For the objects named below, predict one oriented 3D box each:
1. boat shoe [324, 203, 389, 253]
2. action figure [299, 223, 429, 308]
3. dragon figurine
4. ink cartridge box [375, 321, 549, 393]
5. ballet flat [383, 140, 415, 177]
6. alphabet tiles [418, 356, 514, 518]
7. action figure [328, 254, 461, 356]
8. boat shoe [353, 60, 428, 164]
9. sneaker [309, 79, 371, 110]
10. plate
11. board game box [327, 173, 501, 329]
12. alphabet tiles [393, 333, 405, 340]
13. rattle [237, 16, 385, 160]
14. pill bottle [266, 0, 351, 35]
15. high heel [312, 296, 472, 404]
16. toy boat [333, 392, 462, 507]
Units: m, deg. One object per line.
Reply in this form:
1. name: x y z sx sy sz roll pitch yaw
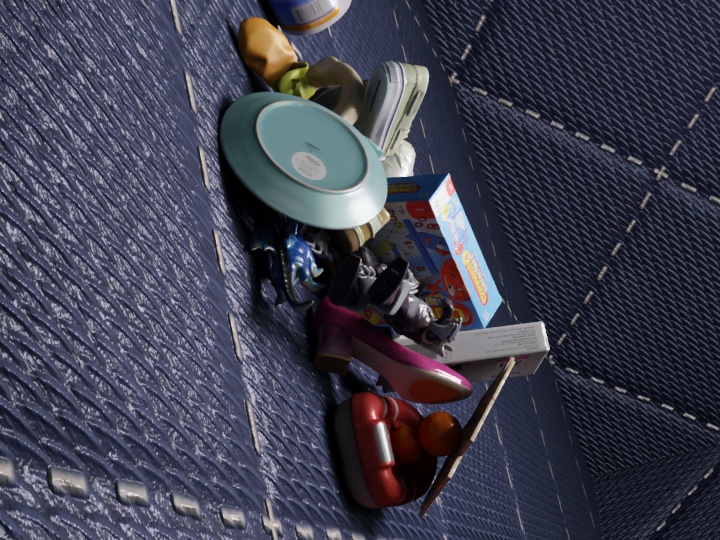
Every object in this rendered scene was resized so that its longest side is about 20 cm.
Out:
1. boat shoe: -0.042 -0.110 1.375 0.200 0.076 0.072 51 -14 18
2. action figure: 0.000 0.000 1.461 0.200 0.129 0.070 51 40 -32
3. dragon figurine: -0.081 -0.022 1.279 0.200 0.058 0.100 -83 151 -70
4. ink cartridge box: 0.122 0.124 1.541 0.174 0.198 0.044 100 -18 -65
5. ballet flat: 0.040 -0.160 1.620 0.201 0.069 0.070 -104 170 -55
6. alphabet tiles: 0.126 0.195 1.433 0.200 0.006 0.167 -55 174 -41
7. action figure: 0.043 0.036 1.331 0.070 0.129 0.200 -67 155 -6
8. boat shoe: 0.032 -0.176 1.493 0.200 0.062 0.072 116 -32 -55
9. sneaker: -0.052 -0.183 1.606 0.200 0.114 0.077 -58 142 -36
10. plate: -0.055 -0.128 1.313 0.199 0.026 0.201 19 43 -19
11. board game box: 0.050 -0.020 1.509 0.056 0.199 0.197 -53 129 -38
12. alphabet tiles: 0.090 0.043 1.699 0.196 0.015 0.201 -51 168 -36
13. rattle: -0.057 -0.199 1.423 0.143 0.129 0.201 72 1 -46
14. pill bottle: -0.096 -0.421 1.609 0.113 0.111 0.201 -93 161 -46
15. high heel: 0.038 0.092 1.418 0.068 0.198 0.096 114 -14 -47
16. toy boat: 0.056 0.201 1.414 0.200 0.130 0.131 29 46 -72
